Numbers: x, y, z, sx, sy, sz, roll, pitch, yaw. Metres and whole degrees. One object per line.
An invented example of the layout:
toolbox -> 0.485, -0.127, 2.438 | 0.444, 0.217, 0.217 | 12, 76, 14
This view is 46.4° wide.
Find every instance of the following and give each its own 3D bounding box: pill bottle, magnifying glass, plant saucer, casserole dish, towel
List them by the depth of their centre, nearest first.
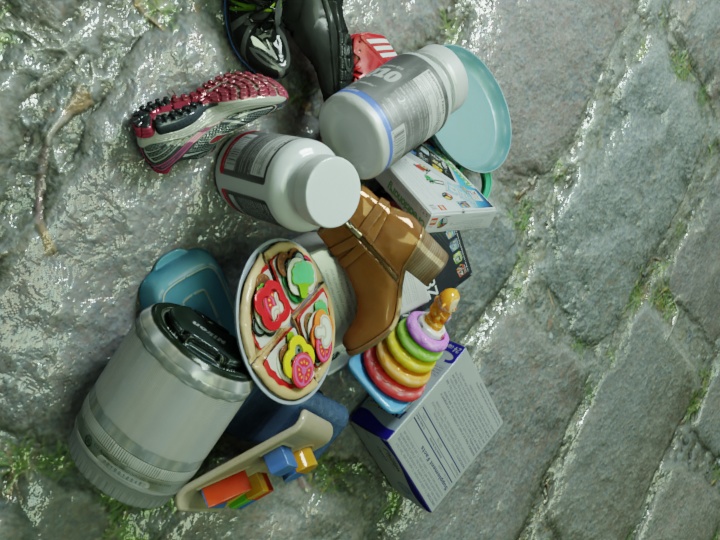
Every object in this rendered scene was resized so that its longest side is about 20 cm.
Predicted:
pill bottle -> -0.090, -0.110, 1.041 | 0.109, 0.198, 0.114 | -11, 109, -35
pill bottle -> 0.048, -0.212, 1.091 | 0.199, 0.112, 0.116 | -39, 122, -35
casserole dish -> -0.209, 0.069, 1.095 | 0.120, 0.038, 0.204 | -32, 120, -28
towel -> -0.114, 0.198, 1.173 | 0.199, 0.049, 0.112 | 33, 108, -36
magnifying glass -> 0.130, -0.106, 1.272 | 0.198, 0.022, 0.081 | -31, 116, -29
plant saucer -> 0.156, -0.242, 1.275 | 0.197, 0.027, 0.205 | 14, 69, -38

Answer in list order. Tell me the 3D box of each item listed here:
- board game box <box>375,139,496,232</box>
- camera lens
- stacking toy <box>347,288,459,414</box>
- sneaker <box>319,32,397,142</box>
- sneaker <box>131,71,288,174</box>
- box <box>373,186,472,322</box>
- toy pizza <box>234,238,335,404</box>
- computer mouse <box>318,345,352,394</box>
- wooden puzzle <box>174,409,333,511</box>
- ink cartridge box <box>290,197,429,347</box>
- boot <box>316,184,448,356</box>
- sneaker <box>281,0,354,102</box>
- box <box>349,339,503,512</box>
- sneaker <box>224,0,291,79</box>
board game box -> 0.087, -0.130, 1.184 | 0.124, 0.201, 0.035 | -5, 133, -36
camera lens -> -0.232, 0.154, 0.993 | 0.159, 0.160, 0.202 | 29, 101, -39
stacking toy -> 0.083, 0.098, 1.195 | 0.201, 0.110, 0.115 | -53, 165, 32
sneaker -> -0.017, -0.250, 1.159 | 0.201, 0.077, 0.116 | -51, 118, -31
sneaker -> -0.181, -0.187, 1.034 | 0.197, 0.081, 0.076 | -22, 131, -18
box -> 0.081, -0.043, 1.291 | 0.160, 0.049, 0.204 | -32, 118, -26
toy pizza -> -0.082, 0.061, 1.030 | 0.199, 0.031, 0.205 | 20, 66, -55
computer mouse -> -0.037, 0.114, 1.239 | 0.200, 0.043, 0.110 | -48, 125, -19
wooden puzzle -> -0.127, 0.264, 1.100 | 0.198, 0.047, 0.185 | -33, 161, -1
ink cartridge box -> -0.019, 0.008, 1.171 | 0.197, 0.083, 0.149 | -24, 116, -13
boot -> 0.000, 0.000, 1.097 | 0.154, 0.074, 0.201 | 36, 102, -16
sneaker -> -0.058, -0.312, 1.091 | 0.076, 0.089, 0.205 | -25, 108, -78
box -> 0.109, 0.241, 1.346 | 0.200, 0.104, 0.186 | -45, 125, -22
sneaker -> -0.127, -0.333, 1.033 | 0.070, 0.082, 0.204 | -27, 117, -30
